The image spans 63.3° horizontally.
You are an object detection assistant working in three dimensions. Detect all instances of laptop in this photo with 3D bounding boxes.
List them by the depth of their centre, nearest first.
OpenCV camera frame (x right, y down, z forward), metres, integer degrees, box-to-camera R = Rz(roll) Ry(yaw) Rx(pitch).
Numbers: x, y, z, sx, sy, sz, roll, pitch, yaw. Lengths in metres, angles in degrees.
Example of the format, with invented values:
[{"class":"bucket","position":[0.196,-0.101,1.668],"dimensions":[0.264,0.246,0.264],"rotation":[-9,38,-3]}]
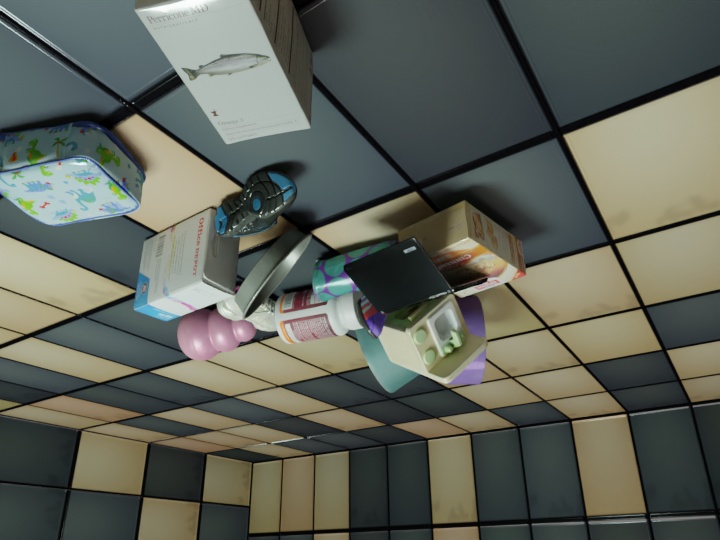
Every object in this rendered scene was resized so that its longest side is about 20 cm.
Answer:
[{"class":"laptop","position":[0.100,0.007,1.049],"dimensions":[0.174,0.107,0.197],"rotation":[-20,175,41]}]

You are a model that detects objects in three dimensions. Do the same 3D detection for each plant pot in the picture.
[{"class":"plant pot","position":[0.100,0.158,1.376],"dimensions":[0.158,0.205,0.201],"rotation":[-28,147,12]}]

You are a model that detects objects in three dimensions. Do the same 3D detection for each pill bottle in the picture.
[{"class":"pill bottle","position":[-0.087,0.096,1.328],"dimensions":[0.194,0.118,0.114],"rotation":[-11,152,20]}]

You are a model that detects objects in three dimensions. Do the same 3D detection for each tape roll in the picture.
[{"class":"tape roll","position":[0.235,0.163,1.372],"dimensions":[0.082,0.207,0.202],"rotation":[-1,154,1]}]

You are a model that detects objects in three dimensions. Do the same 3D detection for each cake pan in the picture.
[{"class":"cake pan","position":[-0.164,0.000,1.081],"dimensions":[0.036,0.201,0.201],"rotation":[38,147,0]}]

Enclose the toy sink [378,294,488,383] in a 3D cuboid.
[{"class":"toy sink","position":[0.136,0.121,1.172],"dimensions":[0.198,0.129,0.114],"rotation":[11,133,60]}]

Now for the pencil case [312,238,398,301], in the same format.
[{"class":"pencil case","position":[0.000,0.000,1.171],"dimensions":[0.194,0.088,0.092],"rotation":[-14,171,22]}]

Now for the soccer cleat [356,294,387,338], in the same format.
[{"class":"soccer cleat","position":[0.039,0.058,1.191],"dimensions":[0.072,0.202,0.069],"rotation":[-30,113,20]}]

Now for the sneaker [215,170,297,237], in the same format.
[{"class":"sneaker","position":[-0.165,-0.110,0.986],"dimensions":[0.196,0.076,0.080],"rotation":[-18,166,42]}]

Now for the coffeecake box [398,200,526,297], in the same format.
[{"class":"coffeecake box","position":[0.187,-0.031,1.067],"dimensions":[0.151,0.075,0.197],"rotation":[-23,147,38]}]

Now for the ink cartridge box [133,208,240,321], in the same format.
[{"class":"ink cartridge box","position":[-0.319,-0.007,1.081],"dimensions":[0.196,0.149,0.084],"rotation":[-19,149,32]}]

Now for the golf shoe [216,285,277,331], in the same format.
[{"class":"golf shoe","position":[-0.232,0.087,1.357],"dimensions":[0.195,0.078,0.091],"rotation":[16,146,-33]}]

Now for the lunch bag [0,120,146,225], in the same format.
[{"class":"lunch bag","position":[-0.439,-0.141,0.884],"dimensions":[0.193,0.085,0.162],"rotation":[-7,152,13]}]

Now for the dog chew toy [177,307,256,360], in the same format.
[{"class":"dog chew toy","position":[-0.342,0.144,1.421],"dimensions":[0.193,0.128,0.125],"rotation":[-13,153,5]}]

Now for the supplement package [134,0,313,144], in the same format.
[{"class":"supplement package","position":[-0.133,-0.253,0.629],"dimensions":[0.113,0.121,0.201],"rotation":[-6,153,13]}]
